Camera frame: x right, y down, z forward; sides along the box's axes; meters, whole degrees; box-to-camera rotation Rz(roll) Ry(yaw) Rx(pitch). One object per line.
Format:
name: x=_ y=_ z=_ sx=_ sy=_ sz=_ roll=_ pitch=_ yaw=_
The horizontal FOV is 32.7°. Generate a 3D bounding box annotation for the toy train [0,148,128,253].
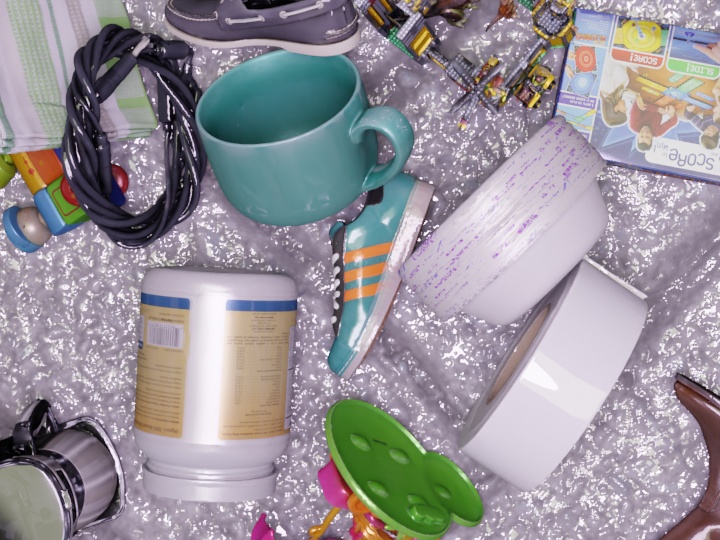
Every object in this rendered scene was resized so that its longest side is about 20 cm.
toy train: x=-0.319 y=-0.124 z=1.166 sx=0.115 sy=0.085 sz=0.200 roll=-31 pitch=89 yaw=17

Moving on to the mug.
mug: x=-0.052 y=-0.104 z=1.096 sx=0.152 sy=0.185 sz=0.115 roll=-29 pitch=132 yaw=-15

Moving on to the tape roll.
tape roll: x=0.166 y=0.090 z=1.073 sx=0.071 sy=0.202 sz=0.203 roll=33 pitch=93 yaw=3

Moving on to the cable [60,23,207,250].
cable: x=-0.204 y=-0.119 z=1.118 sx=0.051 sy=0.163 sz=0.201 roll=8 pitch=93 yaw=31

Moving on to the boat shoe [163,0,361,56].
boat shoe: x=-0.094 y=-0.243 z=1.123 sx=0.199 sy=0.073 sz=0.063 roll=11 pitch=135 yaw=22

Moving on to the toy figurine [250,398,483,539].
toy figurine: x=-0.014 y=0.240 z=1.137 sx=0.184 sy=0.200 sz=0.150 roll=-45 pitch=45 yaw=22

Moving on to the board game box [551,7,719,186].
board game box: x=0.282 y=-0.157 z=1.140 sx=0.199 sy=0.034 sz=0.136 roll=12 pitch=92 yaw=4

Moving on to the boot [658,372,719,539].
boot: x=0.303 y=0.222 z=1.141 sx=0.186 sy=0.064 sz=0.200 roll=43 pitch=98 yaw=4

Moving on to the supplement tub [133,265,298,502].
supplement tub: x=-0.133 y=0.099 z=1.121 sx=0.144 sy=0.145 sz=0.201 roll=4 pitch=92 yaw=4

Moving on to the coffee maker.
coffee maker: x=-0.324 y=0.224 z=1.110 sx=0.192 sy=0.200 sz=0.135 roll=-42 pitch=88 yaw=4

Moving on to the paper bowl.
paper bowl: x=0.136 y=-0.032 z=1.071 sx=0.104 sy=0.201 sz=0.201 roll=45 pitch=94 yaw=3

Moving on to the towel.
towel: x=-0.270 y=-0.185 z=1.104 sx=0.031 sy=0.200 sz=0.150 roll=-13 pitch=92 yaw=36

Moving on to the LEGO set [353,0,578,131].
LEGO set: x=0.092 y=-0.233 z=1.096 sx=0.154 sy=0.116 sz=0.200 roll=-43 pitch=77 yaw=7

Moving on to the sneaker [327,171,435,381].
sneaker: x=0.000 y=0.000 z=1.150 sx=0.080 sy=0.071 sz=0.201 roll=21 pitch=85 yaw=4
